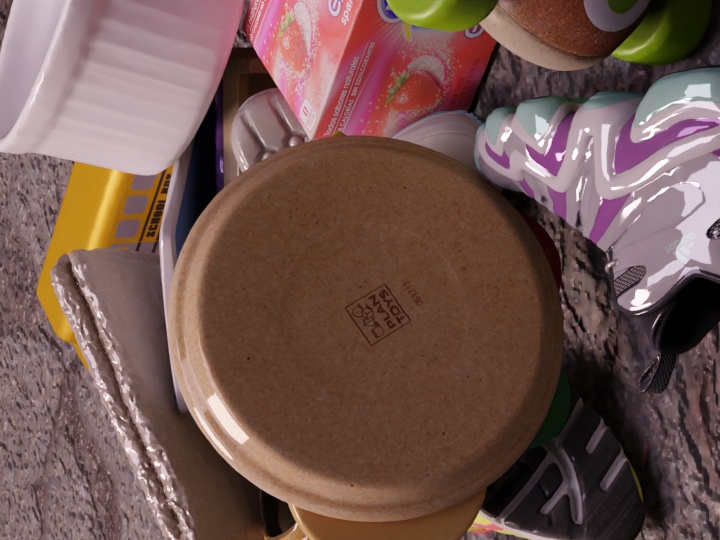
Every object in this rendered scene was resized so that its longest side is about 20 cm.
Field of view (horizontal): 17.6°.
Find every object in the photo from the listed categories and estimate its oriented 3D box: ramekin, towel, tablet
[{"bbox_3d":[-0.133,-0.150,1.313,0.200,0.097,0.201,-163,90,-73],"label":"ramekin"},{"bbox_3d":[-0.108,0.078,1.373,0.034,0.132,0.200,-32,73,23],"label":"towel"},{"bbox_3d":[-0.099,-0.024,1.376,0.200,0.014,0.130,-84,-7,-55],"label":"tablet"}]

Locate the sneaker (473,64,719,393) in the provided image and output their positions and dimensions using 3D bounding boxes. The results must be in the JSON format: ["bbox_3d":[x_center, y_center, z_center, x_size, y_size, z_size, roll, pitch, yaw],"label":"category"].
[{"bbox_3d":[0.122,-0.013,1.069,0.200,0.078,0.140,-8,86,59],"label":"sneaker"}]

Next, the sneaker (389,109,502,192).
[{"bbox_3d":[0.000,0.000,1.200,0.200,0.077,0.081,-45,7,7],"label":"sneaker"}]

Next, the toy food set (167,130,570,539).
[{"bbox_3d":[0.007,0.028,1.124,0.200,0.198,0.049,40,161,6],"label":"toy food set"}]

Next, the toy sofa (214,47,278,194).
[{"bbox_3d":[-0.052,-0.029,1.352,0.098,0.083,0.201,10,102,58],"label":"toy sofa"}]

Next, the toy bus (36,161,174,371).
[{"bbox_3d":[-0.158,-0.016,1.533,0.065,0.078,0.200,58,139,38],"label":"toy bus"}]

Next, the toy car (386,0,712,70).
[{"bbox_3d":[0.114,-0.199,1.002,0.200,0.164,0.158,-42,57,38],"label":"toy car"}]

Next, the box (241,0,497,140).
[{"bbox_3d":[0.022,-0.175,1.198,0.103,0.094,0.200,59,139,38],"label":"box"}]

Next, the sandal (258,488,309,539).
[{"bbox_3d":[-0.032,0.130,1.321,0.200,0.054,0.080,84,165,-48],"label":"sandal"}]

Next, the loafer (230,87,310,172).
[{"bbox_3d":[-0.010,-0.008,1.275,0.070,0.070,0.200,-93,-19,-79],"label":"loafer"}]

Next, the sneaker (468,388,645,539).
[{"bbox_3d":[0.070,0.101,1.188,0.200,0.078,0.090,24,155,42],"label":"sneaker"}]
